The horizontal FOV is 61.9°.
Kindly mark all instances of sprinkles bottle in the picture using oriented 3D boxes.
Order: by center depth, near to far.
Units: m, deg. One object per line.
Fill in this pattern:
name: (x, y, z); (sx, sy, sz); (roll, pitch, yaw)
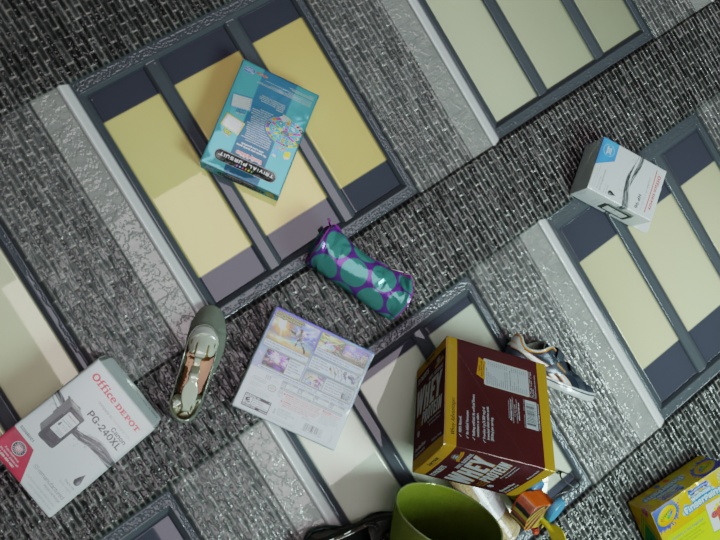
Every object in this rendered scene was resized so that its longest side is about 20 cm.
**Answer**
sprinkles bottle: (0.211, 0.406, 1.099); (0.068, 0.068, 0.202); (-36, 93, -13)

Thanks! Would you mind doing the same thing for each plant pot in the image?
plant pot: (0.119, 0.496, 1.000); (0.184, 0.187, 0.204); (14, 100, -11)

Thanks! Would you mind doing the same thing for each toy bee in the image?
toy bee: (0.332, 0.448, 1.103); (0.197, 0.131, 0.110); (16, 109, -28)

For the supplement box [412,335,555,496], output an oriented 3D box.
supplement box: (0.207, 0.253, 1.039); (0.196, 0.133, 0.200); (17, 51, -11)

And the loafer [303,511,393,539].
loafer: (0.001, 0.474, 1.046); (0.196, 0.063, 0.073); (-6, 88, -13)

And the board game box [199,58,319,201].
board game box: (-0.180, -0.250, 1.079); (0.149, 0.047, 0.203); (23, 81, -10)

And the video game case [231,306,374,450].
video game case: (-0.100, 0.188, 1.058); (0.197, 0.045, 0.184); (26, 81, -10)

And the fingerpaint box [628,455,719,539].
fingerpaint box: (0.657, 0.496, 1.193); (0.197, 0.073, 0.169); (-25, 92, -14)

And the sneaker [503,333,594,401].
sneaker: (0.368, 0.185, 1.151); (0.197, 0.078, 0.081); (23, 86, -8)

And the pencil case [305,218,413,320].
pencil case: (0.000, 0.000, 1.079); (0.198, 0.085, 0.093); (33, 95, -9)

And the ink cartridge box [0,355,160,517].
ink cartridge box: (-0.443, 0.255, 0.952); (0.199, 0.083, 0.146); (-40, 94, -13)

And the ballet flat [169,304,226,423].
ballet flat: (-0.271, 0.157, 1.012); (0.066, 0.064, 0.204); (16, 81, -11)

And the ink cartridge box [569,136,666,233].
ink cartridge box: (0.543, -0.171, 1.230); (0.197, 0.068, 0.118); (24, 80, -10)
